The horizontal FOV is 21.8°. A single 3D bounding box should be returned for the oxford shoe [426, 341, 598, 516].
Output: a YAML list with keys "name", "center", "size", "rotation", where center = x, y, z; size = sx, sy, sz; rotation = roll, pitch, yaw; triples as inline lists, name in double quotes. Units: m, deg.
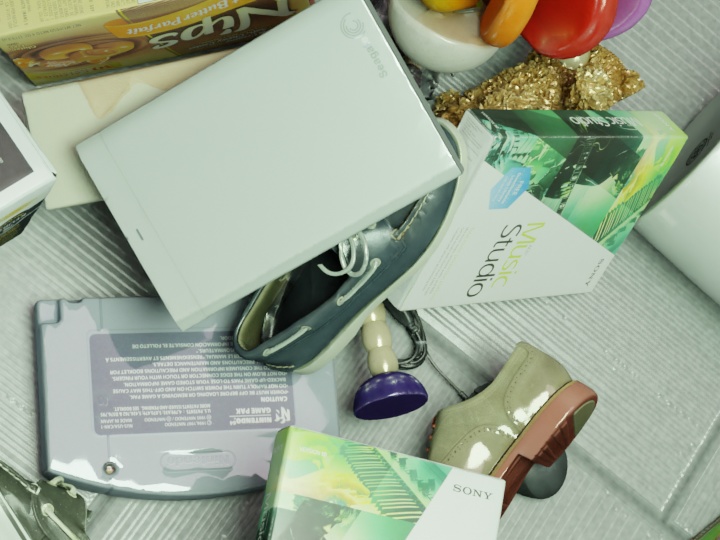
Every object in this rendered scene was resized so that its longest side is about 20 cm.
- name: "oxford shoe"
  center: [0.068, 0.135, 1.258]
  size: [0.200, 0.070, 0.075]
  rotation: [-45, 68, -3]

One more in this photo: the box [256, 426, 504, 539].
- name: "box"
  center: [0.002, 0.206, 1.113]
  size: [0.144, 0.036, 0.201]
  rotation: [15, 70, -16]

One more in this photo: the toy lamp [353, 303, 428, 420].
- name: "toy lamp"
  center: [0.000, 0.000, 1.269]
  size: [0.058, 0.058, 0.201]
  rotation: [-4, 69, -20]

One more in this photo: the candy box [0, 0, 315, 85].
- name: "candy box"
  center: [-0.133, -0.177, 1.209]
  size: [0.199, 0.115, 0.056]
  rotation: [-12, 81, 2]

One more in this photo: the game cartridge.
- name: "game cartridge"
  center: [-0.113, 0.084, 1.231]
  size: [0.199, 0.041, 0.134]
  rotation: [0, 73, -19]

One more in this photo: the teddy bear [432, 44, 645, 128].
- name: "teddy bear"
  center: [0.108, -0.117, 1.305]
  size: [0.200, 0.145, 0.067]
  rotation: [-28, 98, -18]

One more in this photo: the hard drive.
- name: "hard drive"
  center: [-0.056, -0.068, 1.134]
  size: [0.200, 0.026, 0.132]
  rotation: [-29, 95, 11]

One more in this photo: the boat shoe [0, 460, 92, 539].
- name: "boat shoe"
  center: [-0.201, 0.163, 1.166]
  size: [0.064, 0.071, 0.200]
  rotation: [-39, 100, -23]

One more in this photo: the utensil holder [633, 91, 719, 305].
- name: "utensil holder"
  center: [0.316, -0.030, 1.342]
  size: [0.200, 0.170, 0.170]
  rotation: [39, 68, -4]

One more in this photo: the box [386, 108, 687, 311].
- name: "box"
  center: [0.117, -0.042, 1.254]
  size: [0.200, 0.145, 0.036]
  rotation: [-6, 44, -44]

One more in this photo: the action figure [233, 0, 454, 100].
- name: "action figure"
  center: [-0.007, -0.159, 1.312]
  size: [0.200, 0.069, 0.130]
  rotation: [-33, 81, -27]

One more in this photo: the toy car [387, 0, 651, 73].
- name: "toy car"
  center: [0.125, -0.211, 1.257]
  size: [0.150, 0.175, 0.200]
  rotation: [34, 35, 15]

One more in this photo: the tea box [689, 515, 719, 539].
- name: "tea box"
  center: [0.341, 0.201, 1.274]
  size: [0.200, 0.197, 0.134]
  rotation: [-34, 90, -24]

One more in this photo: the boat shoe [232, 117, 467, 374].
- name: "boat shoe"
  center: [-0.010, -0.017, 1.182]
  size: [0.062, 0.200, 0.075]
  rotation: [12, 37, -50]

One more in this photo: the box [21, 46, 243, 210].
- name: "box"
  center: [-0.104, -0.097, 1.195]
  size: [0.199, 0.095, 0.078]
  rotation: [-10, 97, 7]

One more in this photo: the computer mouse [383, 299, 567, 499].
- name: "computer mouse"
  center: [0.072, 0.079, 1.299]
  size: [0.200, 0.034, 0.059]
  rotation: [45, 68, -3]

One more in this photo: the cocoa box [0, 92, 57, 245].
- name: "cocoa box"
  center: [-0.310, -0.043, 1.140]
  size: [0.200, 0.131, 0.134]
  rotation: [-34, 89, -23]
